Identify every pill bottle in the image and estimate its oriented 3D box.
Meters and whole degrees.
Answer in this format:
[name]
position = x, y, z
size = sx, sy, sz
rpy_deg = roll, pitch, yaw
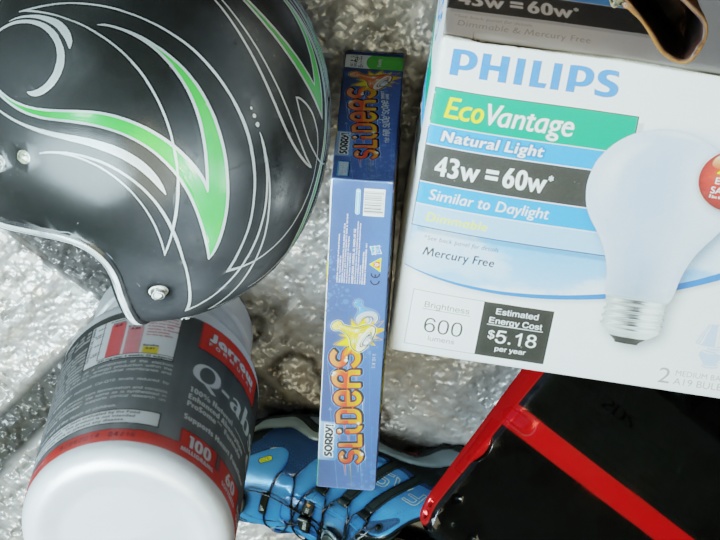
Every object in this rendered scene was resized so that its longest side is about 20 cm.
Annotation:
[pill bottle]
position = -0.117, 0.089, 1.589
size = 0.115, 0.200, 0.116
rpy_deg = 2, 124, 3

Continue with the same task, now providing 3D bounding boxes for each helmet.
[helmet]
position = -0.107, -0.079, 1.487
size = 0.190, 0.200, 0.200
rpy_deg = 27, 122, -1

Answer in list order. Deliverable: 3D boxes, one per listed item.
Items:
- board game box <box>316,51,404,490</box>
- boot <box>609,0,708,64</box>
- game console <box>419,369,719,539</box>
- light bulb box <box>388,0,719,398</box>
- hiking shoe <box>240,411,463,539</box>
[board game box]
position = 0.000, 0.000, 1.562
size = 0.034, 0.136, 0.201
rpy_deg = 4, 123, 1
[boot]
position = 0.086, -0.199, 1.384
size = 0.188, 0.200, 0.068
rpy_deg = 40, 118, -21
[game console]
position = 0.157, 0.130, 1.655
size = 0.200, 0.031, 0.177
rpy_deg = 37, 93, -18
[light bulb box]
position = 0.126, -0.058, 1.520
size = 0.197, 0.125, 0.201
rpy_deg = 8, 125, -1
[hiking shoe]
position = -0.005, 0.138, 1.682
size = 0.199, 0.087, 0.075
rpy_deg = 5, 123, 0
